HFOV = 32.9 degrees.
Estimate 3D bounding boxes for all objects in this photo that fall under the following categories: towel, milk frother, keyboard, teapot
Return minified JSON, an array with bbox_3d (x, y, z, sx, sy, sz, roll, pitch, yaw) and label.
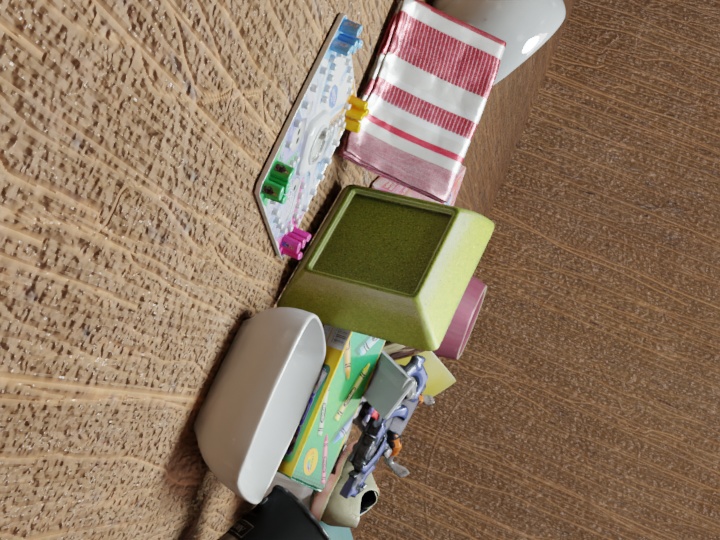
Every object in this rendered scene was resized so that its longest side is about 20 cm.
[{"bbox_3d":[0.073,-0.195,1.387,0.201,0.143,0.023,-68,-163,-1],"label":"towel"},{"bbox_3d":[-0.106,0.381,1.364,0.188,0.200,0.181,-38,175,-20],"label":"milk frother"},{"bbox_3d":[-0.002,0.106,1.459,0.011,0.200,0.056,28,99,-39],"label":"keyboard"},{"bbox_3d":[0.157,-0.332,1.566,0.197,0.146,0.200,-42,-170,-5],"label":"teapot"}]

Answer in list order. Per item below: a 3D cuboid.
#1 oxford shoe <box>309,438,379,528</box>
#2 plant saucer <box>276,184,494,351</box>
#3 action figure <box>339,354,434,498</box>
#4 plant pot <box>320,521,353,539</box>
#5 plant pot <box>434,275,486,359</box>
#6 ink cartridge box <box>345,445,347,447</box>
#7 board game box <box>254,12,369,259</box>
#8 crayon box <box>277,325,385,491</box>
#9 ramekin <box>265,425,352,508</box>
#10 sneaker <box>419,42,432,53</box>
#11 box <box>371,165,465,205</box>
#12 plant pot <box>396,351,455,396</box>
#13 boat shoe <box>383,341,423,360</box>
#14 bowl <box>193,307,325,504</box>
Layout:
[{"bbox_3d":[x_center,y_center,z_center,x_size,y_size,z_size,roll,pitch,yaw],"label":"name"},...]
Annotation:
[{"bbox_3d":[-0.009,0.291,1.631,0.200,0.073,0.071,-48,158,-64],"label":"oxford shoe"},{"bbox_3d":[0.027,-0.020,1.377,0.048,0.198,0.200,78,33,-48],"label":"plant saucer"},{"bbox_3d":[0.015,0.198,1.568,0.201,0.104,0.194,-56,144,-13],"label":"action figure"},{"bbox_3d":[-0.083,0.391,1.659,0.200,0.199,0.136,76,33,-74],"label":"plant pot"},{"bbox_3d":[0.096,0.049,1.930,0.200,0.178,0.201,21,90,-80],"label":"plant pot"},{"bbox_3d":[-0.096,0.352,1.814,0.145,0.083,0.201,-15,127,-77],"label":"ink cartridge box"},{"bbox_3d":[-0.042,-0.127,1.231,0.200,0.026,0.201,82,31,-72],"label":"board game box"},{"bbox_3d":[-0.059,0.145,1.443,0.058,0.118,0.201,29,81,-39],"label":"crayon box"},{"bbox_3d":[-0.076,0.223,1.610,0.202,0.094,0.204,23,90,-80],"label":"ramekin"},{"bbox_3d":[0.050,-0.194,1.462,0.089,0.080,0.201,-50,162,-38],"label":"sneaker"},{"bbox_3d":[0.074,-0.094,1.738,0.200,0.094,0.103,-49,159,-63],"label":"box"},{"bbox_3d":[0.019,0.132,1.745,0.142,0.200,0.200,-42,169,-1],"label":"plant pot"},{"bbox_3d":[0.005,0.095,1.522,0.072,0.199,0.073,34,51,-39],"label":"boat shoe"},{"bbox_3d":[-0.110,0.136,1.296,0.200,0.074,0.201,82,32,-72],"label":"bowl"}]
